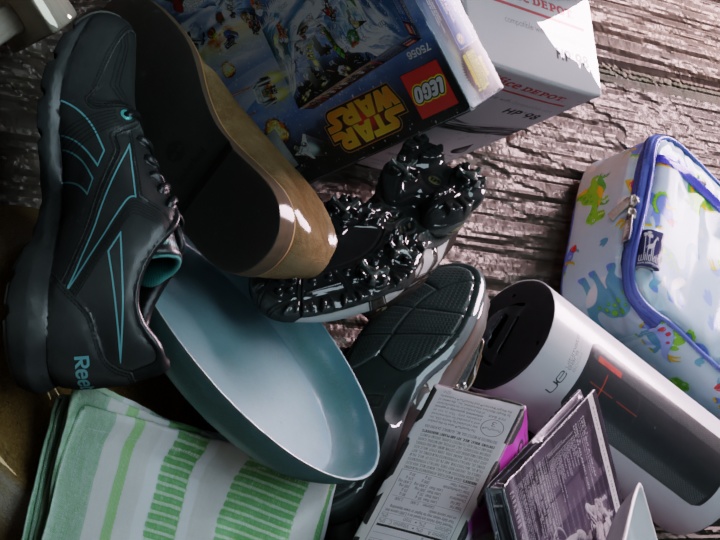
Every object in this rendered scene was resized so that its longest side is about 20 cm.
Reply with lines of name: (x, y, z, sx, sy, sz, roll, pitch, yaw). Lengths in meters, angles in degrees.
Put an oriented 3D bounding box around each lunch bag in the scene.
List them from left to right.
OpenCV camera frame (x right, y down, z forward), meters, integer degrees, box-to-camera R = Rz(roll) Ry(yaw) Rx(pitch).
lunch bag: (0.226, 0.014, 1.519, 0.200, 0.082, 0.161, 41, 46, -28)

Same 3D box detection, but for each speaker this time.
speaker: (0.155, 0.088, 1.416, 0.200, 0.081, 0.082, 37, 51, -30)

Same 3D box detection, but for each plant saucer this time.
plant saucer: (-0.154, 0.058, 1.139, 0.200, 0.035, 0.201, 19, 61, -40)
plant saucer: (-0.066, 0.038, 1.188, 0.200, 0.027, 0.200, 45, 18, -18)

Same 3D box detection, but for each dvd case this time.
dvd case: (0.119, 0.163, 1.257, 0.200, 0.016, 0.150, -31, 108, -66)

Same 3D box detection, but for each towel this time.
towel: (-0.093, 0.151, 1.137, 0.200, 0.023, 0.153, 23, 75, -47)

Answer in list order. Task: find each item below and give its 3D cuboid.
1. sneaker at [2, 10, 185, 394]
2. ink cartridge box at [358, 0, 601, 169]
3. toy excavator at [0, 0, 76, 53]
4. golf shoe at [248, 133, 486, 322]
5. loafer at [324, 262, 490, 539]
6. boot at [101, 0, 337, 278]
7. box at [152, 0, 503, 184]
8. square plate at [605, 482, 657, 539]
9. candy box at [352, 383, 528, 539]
sneaker: (-0.121, -0.033, 1.096, 0.075, 0.079, 0.201, 70, 24, -68)
ink cartridge box: (0.058, -0.124, 1.309, 0.115, 0.199, 0.067, 11, 66, -42)
toy excavator: (-0.225, -0.087, 1.086, 0.194, 0.200, 0.100, -35, 104, -5)
golf shoe: (0.000, 0.000, 1.276, 0.078, 0.095, 0.200, 40, 39, 17)
loafer: (0.022, 0.082, 1.300, 0.200, 0.072, 0.063, -57, 136, -35)
boot: (-0.083, -0.068, 1.201, 0.075, 0.074, 0.200, 15, 34, -55)
box: (-0.034, -0.120, 1.212, 0.040, 0.199, 0.137, -35, 101, -49)
square plate: (0.150, 0.252, 1.234, 0.200, 0.028, 0.199, -56, 134, -59)
candy box: (0.036, 0.181, 1.220, 0.137, 0.061, 0.200, 82, 29, -42)
